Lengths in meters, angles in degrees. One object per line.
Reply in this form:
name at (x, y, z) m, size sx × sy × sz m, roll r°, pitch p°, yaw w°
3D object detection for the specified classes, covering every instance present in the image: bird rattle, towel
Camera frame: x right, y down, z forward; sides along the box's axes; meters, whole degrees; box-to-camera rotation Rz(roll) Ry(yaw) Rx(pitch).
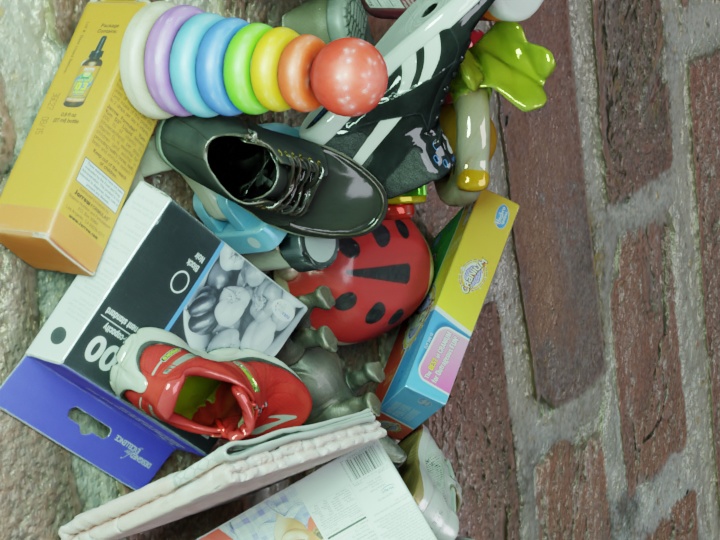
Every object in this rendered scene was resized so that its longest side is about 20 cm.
bird rattle at (0.077, -0.137, 1.733) m, size 0.112 × 0.200 × 0.165 m, roll 3°, pitch 86°, yaw -19°
towel at (-0.106, 0.160, 1.564) m, size 0.199 × 0.190 × 0.032 m, roll -10°, pitch 76°, yaw -53°

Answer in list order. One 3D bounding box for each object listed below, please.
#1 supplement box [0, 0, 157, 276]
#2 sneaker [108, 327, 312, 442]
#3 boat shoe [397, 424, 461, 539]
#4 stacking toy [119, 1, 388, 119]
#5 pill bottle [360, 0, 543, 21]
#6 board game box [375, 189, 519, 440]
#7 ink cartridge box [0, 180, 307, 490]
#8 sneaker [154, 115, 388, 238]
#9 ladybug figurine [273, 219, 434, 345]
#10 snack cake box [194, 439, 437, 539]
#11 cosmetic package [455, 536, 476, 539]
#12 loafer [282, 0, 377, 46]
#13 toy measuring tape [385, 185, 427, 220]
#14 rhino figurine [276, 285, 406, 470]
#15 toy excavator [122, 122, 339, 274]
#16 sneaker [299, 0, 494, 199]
supplement box at (-0.197, -0.100, 1.487) m, size 0.069 × 0.066 × 0.201 m, roll 41°, pitch 63°, yaw -49°
sneaker at (-0.101, 0.103, 1.520) m, size 0.199 × 0.085 × 0.077 m, roll 15°, pitch 104°, yaw -49°
boat shoe at (0.056, 0.198, 1.806) m, size 0.071 × 0.069 × 0.200 m, roll -50°, pitch -171°, yaw 12°
stacking toy at (-0.071, -0.143, 1.429) m, size 0.085 × 0.199 × 0.086 m, roll -17°, pitch 111°, yaw -55°
pill bottle at (0.053, -0.267, 1.697) m, size 0.114 × 0.199 × 0.115 m, roll -13°, pitch 106°, yaw -53°
board game box at (0.072, 0.041, 1.831) m, size 0.153 × 0.040 × 0.201 m, roll 130°, pitch -17°, yaw -68°
ink cartridge box at (-0.156, 0.063, 1.539) m, size 0.201 × 0.043 × 0.198 m, roll -55°, pitch 140°, yaw -4°
sneaker at (-0.053, -0.061, 1.523) m, size 0.199 × 0.106 × 0.075 m, roll 19°, pitch 97°, yaw -27°
ladybug figurine at (0.000, 0.000, 1.775) m, size 0.199 × 0.072 × 0.137 m, roll -6°, pitch 101°, yaw -54°
snack cake box at (-0.044, 0.235, 1.628) m, size 0.199 × 0.115 × 0.067 m, roll -28°, pitch 166°, yaw -11°
cosmetic package at (0.054, 0.273, 1.784) m, size 0.050 × 0.199 × 0.083 m, roll -8°, pitch 101°, yaw -54°
loafer at (-0.019, -0.168, 1.736) m, size 0.201 × 0.069 × 0.076 m, roll 69°, pitch 26°, yaw -53°
toy measuring tape at (0.023, -0.079, 1.754) m, size 0.200 × 0.073 × 0.074 m, roll -69°, pitch 163°, yaw -86°
rhino figurine at (-0.022, 0.109, 1.725) m, size 0.201 × 0.087 × 0.060 m, roll 58°, pitch 32°, yaw -23°
toy excavator at (-0.108, -0.071, 1.612) m, size 0.200 × 0.099 × 0.195 m, roll 51°, pitch 54°, yaw -28°
sneaker at (0.056, -0.141, 1.616) m, size 0.200 × 0.073 × 0.112 m, roll -43°, pitch 110°, yaw 8°
